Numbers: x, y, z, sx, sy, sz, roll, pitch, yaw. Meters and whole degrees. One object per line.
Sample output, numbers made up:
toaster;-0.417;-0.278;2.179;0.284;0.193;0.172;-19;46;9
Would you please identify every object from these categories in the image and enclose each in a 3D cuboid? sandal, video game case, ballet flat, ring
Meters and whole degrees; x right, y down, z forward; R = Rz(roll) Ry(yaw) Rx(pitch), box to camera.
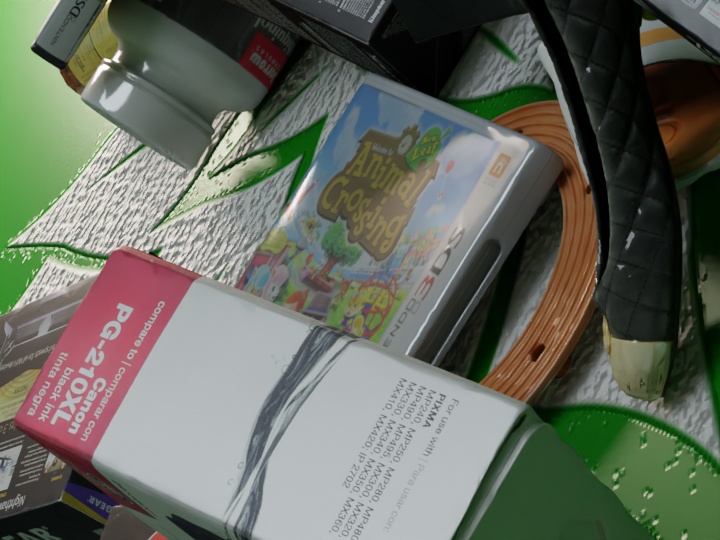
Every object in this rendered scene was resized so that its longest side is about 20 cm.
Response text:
sandal;0.111;-0.105;0.930;0.079;0.059;0.207;-29;34;11
video game case;0.000;0.000;1.024;0.183;0.022;0.200;-58;26;0
video game case;-0.118;-0.235;1.256;0.181;0.025;0.201;-51;12;35
ballet flat;0.090;-0.047;0.833;0.066;0.056;0.202;178;82;-84
ring;0.052;0.012;0.969;0.200;0.019;0.202;-40;33;32

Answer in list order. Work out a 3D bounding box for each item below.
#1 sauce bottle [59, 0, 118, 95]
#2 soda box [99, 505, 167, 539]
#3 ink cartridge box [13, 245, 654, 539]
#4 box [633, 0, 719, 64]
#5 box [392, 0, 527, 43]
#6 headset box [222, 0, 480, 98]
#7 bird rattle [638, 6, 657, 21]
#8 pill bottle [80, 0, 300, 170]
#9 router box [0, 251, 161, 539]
sauce bottle;-0.128;-0.177;1.419;0.199;0.066;0.066;-26;40;42
soda box;-0.051;0.142;0.951;0.199;0.063;0.071;-14;49;52
ink cartridge box;-0.005;0.083;0.775;0.199;0.145;0.085;20;73;37
box;0.195;-0.118;0.721;0.200;0.043;0.161;41;99;24
box;0.057;-0.232;0.968;0.148;0.201;0.124;-36;14;-25
headset box;-0.008;-0.201;1.152;0.199;0.077;0.150;29;86;39
bird rattle;0.196;-0.145;0.856;0.162;0.113;0.201;-23;28;31
pill bottle;-0.084;-0.167;1.280;0.201;0.110;0.111;-58;27;-2
router box;-0.179;0.089;1.230;0.199;0.052;0.158;-20;45;50
